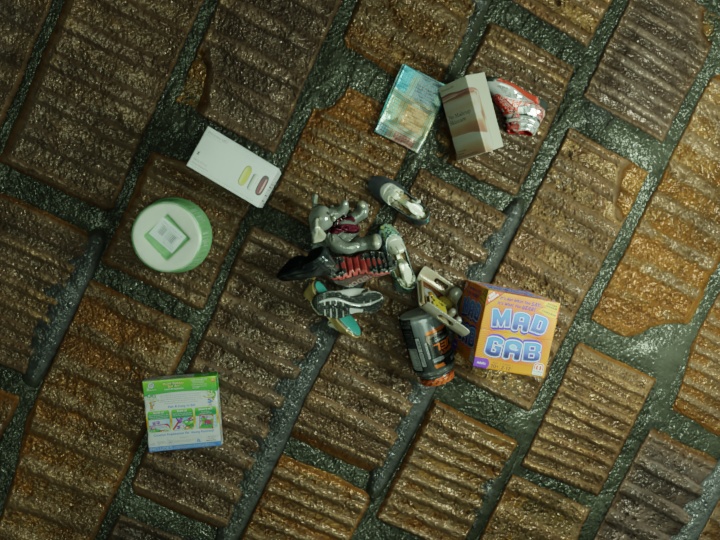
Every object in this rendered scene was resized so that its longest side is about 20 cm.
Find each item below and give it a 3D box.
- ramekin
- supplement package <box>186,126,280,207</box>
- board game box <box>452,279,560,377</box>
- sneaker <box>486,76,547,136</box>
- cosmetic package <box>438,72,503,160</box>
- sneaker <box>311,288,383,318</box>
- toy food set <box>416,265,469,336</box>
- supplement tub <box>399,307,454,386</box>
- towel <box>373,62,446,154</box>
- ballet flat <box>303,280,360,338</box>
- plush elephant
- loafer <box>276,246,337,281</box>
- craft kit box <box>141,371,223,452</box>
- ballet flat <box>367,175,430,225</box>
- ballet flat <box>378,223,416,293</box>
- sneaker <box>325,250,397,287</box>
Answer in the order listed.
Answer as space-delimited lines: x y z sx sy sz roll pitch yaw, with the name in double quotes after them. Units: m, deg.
-0.492 -0.089 1.486 0.197 0.098 0.203 -1 96 -6 "ramekin"
-0.315 -0.258 1.459 0.199 0.156 0.112 30 92 -8 "supplement package"
0.387 0.153 1.558 0.197 0.200 0.202 10 95 -7 "board game box"
0.406 -0.441 1.563 0.199 0.067 0.109 21 91 -11 "sneaker"
0.293 -0.408 1.525 0.087 0.103 0.202 -23 98 -39 "cosmetic package"
-0.041 0.085 1.544 0.198 0.080 0.075 1 100 -26 "sneaker"
0.225 0.077 1.537 0.143 0.201 0.061 34 114 -13 "toy food set"
0.188 0.207 1.582 0.121 0.123 0.202 -18 99 -4 "supplement tub"
0.138 -0.439 1.557 0.145 0.022 0.202 24 93 -8 "towel"
-0.080 0.115 1.582 0.063 0.069 0.200 -36 97 27 "ballet flat"
-0.067 -0.126 1.493 0.198 0.166 0.155 -20 143 11 "plush elephant"
-0.144 0.001 1.508 0.072 0.199 0.073 46 51 -26 "loafer"
-0.484 0.386 1.568 0.197 0.049 0.200 -3 99 -6 "craft kit box"
0.109 -0.193 1.557 0.199 0.073 0.073 35 92 -8 "ballet flat"
0.108 -0.035 1.573 0.074 0.074 0.202 -22 99 -3 "ballet flat"
0.000 0.000 1.554 0.198 0.098 0.072 -8 62 -2 "sneaker"
